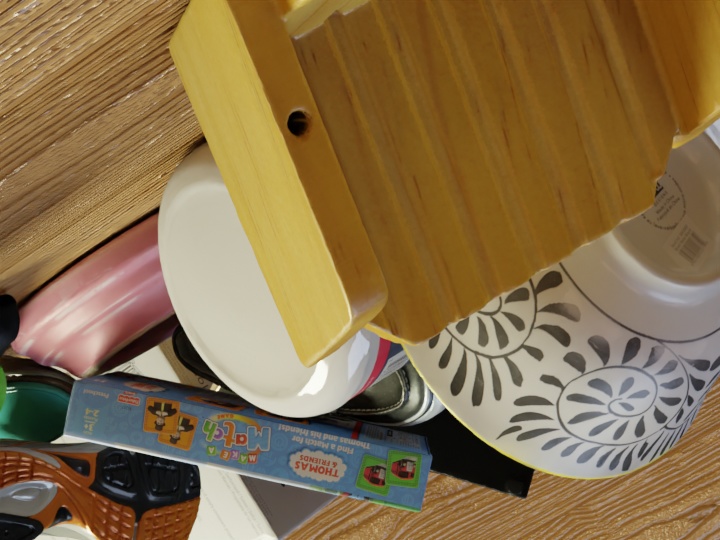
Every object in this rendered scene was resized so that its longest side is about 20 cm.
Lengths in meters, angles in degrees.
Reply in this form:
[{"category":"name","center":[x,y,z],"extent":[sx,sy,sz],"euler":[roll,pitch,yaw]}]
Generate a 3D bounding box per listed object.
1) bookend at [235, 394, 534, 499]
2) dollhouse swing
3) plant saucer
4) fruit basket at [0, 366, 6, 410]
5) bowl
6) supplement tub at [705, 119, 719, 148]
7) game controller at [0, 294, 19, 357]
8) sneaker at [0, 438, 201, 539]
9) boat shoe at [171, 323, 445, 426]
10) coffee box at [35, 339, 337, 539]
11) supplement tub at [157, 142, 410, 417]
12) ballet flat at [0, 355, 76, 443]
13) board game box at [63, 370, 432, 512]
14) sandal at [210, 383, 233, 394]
[{"category":"bookend","center":[0.034,0.085,1.237],"extent":[0.200,0.197,0.093],"euler":[47,59,-80]},{"category":"dollhouse swing","center":[0.069,-0.076,0.601],"extent":[0.199,0.183,0.175],"euler":[-29,-164,-24]},{"category":"plant saucer","center":[-0.111,0.005,1.061],"extent":[0.199,0.051,0.201],"euler":[-31,177,-2]},{"category":"fruit basket","center":[-0.243,0.113,0.790],"extent":[0.213,0.157,0.216],"euler":[-13,174,-1]},{"category":"bowl","center":[0.111,-0.016,0.817],"extent":[0.200,0.202,0.094],"euler":[-29,175,-37]},{"category":"supplement tub","center":[0.120,-0.080,1.094],"extent":[0.199,0.146,0.145],"euler":[-32,177,16]},{"category":"game controller","center":[-0.237,0.064,0.983],"extent":[0.104,0.042,0.200],"euler":[-46,-177,-23]},{"category":"sneaker","center":[-0.187,0.129,1.093],"extent":[0.199,0.077,0.092],"euler":[11,178,-44]},{"category":"boat shoe","center":[-0.030,0.055,1.011],"extent":[0.071,0.073,0.199],"euler":[-21,-164,-38]},{"category":"coffee box","center":[-0.144,0.137,1.416],"extent":[0.199,0.201,0.198],"euler":[-33,177,26]},{"category":"supplement tub","center":[0.011,-0.027,0.907],"extent":[0.199,0.141,0.140],"euler":[-29,176,-39]},{"category":"ballet flat","center":[-0.233,0.086,1.140],"extent":[0.199,0.067,0.064],"euler":[-31,-148,40]},{"category":"board game box","center":[-0.060,0.096,1.045],"extent":[0.198,0.037,0.151],"euler":[13,179,2]},{"category":"sandal","center":[-0.077,0.001,1.262],"extent":[0.213,0.069,0.078],"euler":[-58,168,23]}]
